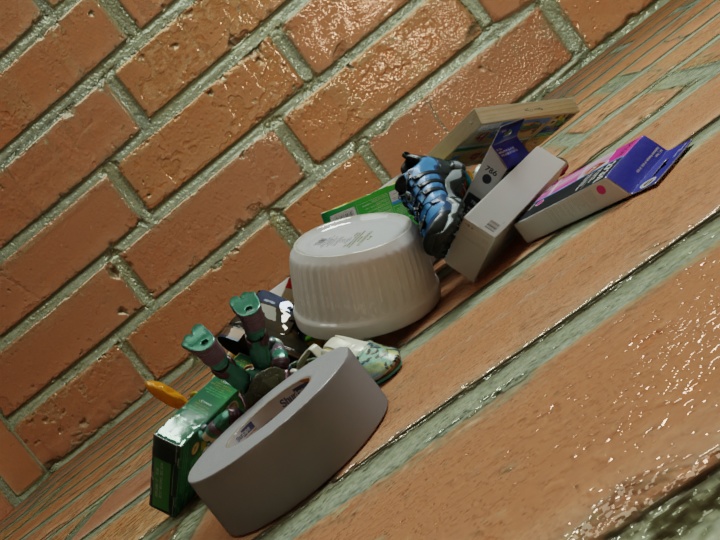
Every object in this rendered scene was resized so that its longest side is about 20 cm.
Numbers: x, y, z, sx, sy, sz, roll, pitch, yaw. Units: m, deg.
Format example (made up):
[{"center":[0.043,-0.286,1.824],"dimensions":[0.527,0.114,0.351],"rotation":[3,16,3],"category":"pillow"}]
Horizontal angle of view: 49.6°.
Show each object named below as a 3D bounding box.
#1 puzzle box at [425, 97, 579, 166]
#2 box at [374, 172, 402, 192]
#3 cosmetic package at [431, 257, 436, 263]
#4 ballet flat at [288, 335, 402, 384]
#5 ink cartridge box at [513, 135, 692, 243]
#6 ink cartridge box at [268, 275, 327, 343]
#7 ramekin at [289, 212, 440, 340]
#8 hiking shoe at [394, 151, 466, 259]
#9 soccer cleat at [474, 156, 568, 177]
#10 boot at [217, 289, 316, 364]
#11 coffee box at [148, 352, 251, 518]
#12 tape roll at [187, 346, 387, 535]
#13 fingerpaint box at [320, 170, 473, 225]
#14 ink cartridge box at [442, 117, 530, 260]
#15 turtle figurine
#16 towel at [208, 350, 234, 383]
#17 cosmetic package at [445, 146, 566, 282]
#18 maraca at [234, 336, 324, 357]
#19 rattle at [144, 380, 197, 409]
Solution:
[{"center":[0.204,-0.195,1.123],"dimensions":[0.199,0.026,0.133],"rotation":[-13,-16,-32],"category":"puzzle box"},{"center":[0.101,-0.100,1.364],"dimensions":[0.200,0.157,0.049],"rotation":[-29,45,63],"category":"box"},{"center":[0.052,-0.012,1.377],"dimensions":[0.101,0.071,0.200],"rotation":[-41,7,-28],"category":"cosmetic package"},{"center":[-0.031,0.112,0.903],"dimensions":[0.074,0.074,0.200],"rotation":[-42,7,-39],"category":"ballet flat"},{"center":[0.267,-0.096,0.879],"dimensions":[0.095,0.037,0.200],"rotation":[-42,9,-32],"category":"ink cartridge box"},{"center":[-0.063,0.055,1.221],"dimensions":[0.160,0.050,0.200],"rotation":[14,-32,-37],"category":"ink cartridge box"},{"center":[0.000,0.000,1.017],"dimensions":[0.198,0.106,0.200],"rotation":[-11,21,4],"category":"ramekin"},{"center":[0.080,-0.081,0.969],"dimensions":[0.200,0.086,0.075],"rotation":[-78,5,-58],"category":"hiking shoe"},{"center":[0.226,-0.138,1.207],"dimensions":[0.200,0.087,0.070],"rotation":[-29,10,46],"category":"soccer cleat"},{"center":[-0.096,0.083,1.056],"dimensions":[0.199,0.075,0.097],"rotation":[14,59,30],"category":"boot"},{"center":[-0.196,0.207,1.004],"dimensions":[0.200,0.044,0.124],"rotation":[-47,-27,-56],"category":"coffee box"},{"center":[-0.070,0.162,0.759],"dimensions":[0.200,0.066,0.200],"rotation":[-38,5,4],"category":"tape roll"},{"center":[0.068,-0.085,1.167],"dimensions":[0.199,0.074,0.167],"rotation":[-20,-5,21],"category":"fingerpaint box"},{"center":[0.175,-0.106,1.059],"dimensions":[0.099,0.039,0.201],"rotation":[-29,-31,-54],"category":"ink cartridge box"},{"center":[-0.123,0.131,0.902],"dimensions":[0.100,0.201,0.150],"rotation":[10,44,32],"category":"turtle figurine"},{"center":[-0.214,0.194,1.157],"dimensions":[0.018,0.086,0.201],"rotation":[9,48,26],"category":"towel"},{"center":[0.186,-0.076,0.992],"dimensions":[0.200,0.050,0.083],"rotation":[-42,-23,-39],"category":"cosmetic package"},{"center":[-0.105,0.117,1.178],"dimensions":[0.199,0.108,0.137],"rotation":[-19,-6,-40],"category":"maraca"},{"center":[-0.250,0.188,1.374],"dimensions":[0.200,0.143,0.130],"rotation":[-44,-13,-5],"category":"rattle"}]
